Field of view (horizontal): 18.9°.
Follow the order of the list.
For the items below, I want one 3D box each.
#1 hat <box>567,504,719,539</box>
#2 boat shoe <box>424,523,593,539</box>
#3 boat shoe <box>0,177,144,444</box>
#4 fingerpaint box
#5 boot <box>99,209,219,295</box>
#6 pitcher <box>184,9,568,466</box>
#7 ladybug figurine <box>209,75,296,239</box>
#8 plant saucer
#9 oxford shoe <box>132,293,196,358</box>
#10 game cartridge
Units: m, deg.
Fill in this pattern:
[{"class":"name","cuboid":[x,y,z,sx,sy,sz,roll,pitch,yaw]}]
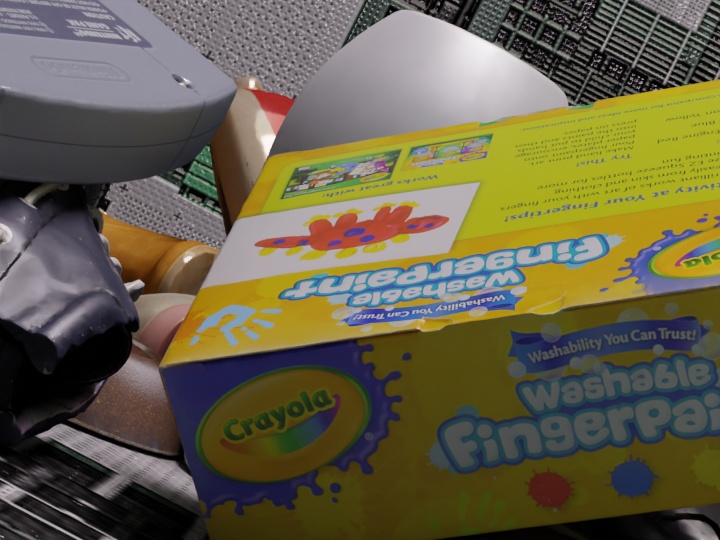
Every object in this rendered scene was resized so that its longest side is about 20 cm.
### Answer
[{"class":"hat","cuboid":[0.098,0.117,0.771,0.200,0.081,0.201,39,13,-10]},{"class":"boat shoe","cuboid":[0.102,0.128,0.625,0.199,0.073,0.068,21,4,11]},{"class":"boat shoe","cuboid":[-0.110,0.003,0.733,0.092,0.075,0.200,33,22,7]},{"class":"fingerpaint box","cuboid":[0.056,0.011,0.679,0.198,0.074,0.167,-9,22,13]},{"class":"boot","cuboid":[-0.138,-0.002,1.179,0.143,0.071,0.201,34,-11,10]},{"class":"pitcher","cuboid":[0.000,0.000,0.902,0.121,0.201,0.172,27,-2,-12]},{"class":"ladybug figurine","cuboid":[-0.033,-0.008,1.175,0.071,0.202,0.136,-12,5,-6]},{"class":"plant saucer","cuboid":[-0.152,0.016,0.869,0.199,0.032,0.200,28,-1,1]},{"class":"oxford shoe","cuboid":[-0.053,0.046,1.045,0.074,0.071,0.200,23,-3,39]},{"class":"game cartridge","cuboid":[-0.131,-0.080,0.737,0.133,0.041,0.200,36,18,23]}]
